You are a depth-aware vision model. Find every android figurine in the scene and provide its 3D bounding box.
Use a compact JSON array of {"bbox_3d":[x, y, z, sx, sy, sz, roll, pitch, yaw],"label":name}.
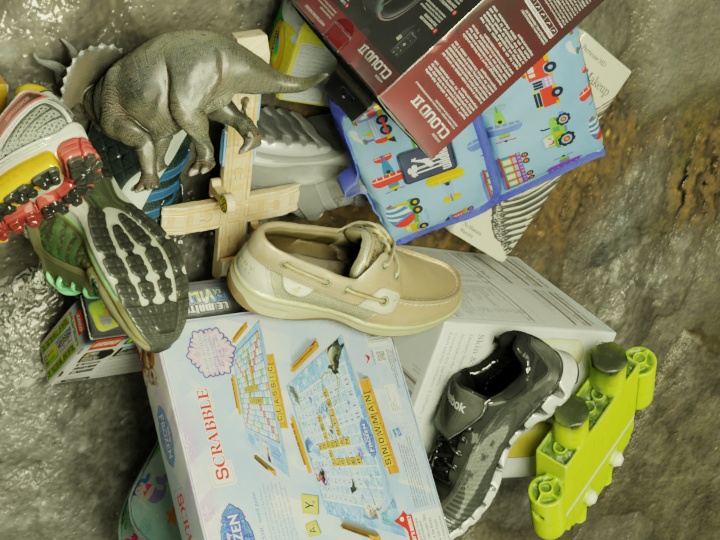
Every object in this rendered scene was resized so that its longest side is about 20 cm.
[{"bbox_3d":[0.200,0.152,1.206,0.182,0.041,0.201,-49,150,-27],"label":"android figurine"}]

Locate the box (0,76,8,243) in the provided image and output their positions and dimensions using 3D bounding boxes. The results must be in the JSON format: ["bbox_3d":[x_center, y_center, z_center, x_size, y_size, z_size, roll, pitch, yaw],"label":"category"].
[{"bbox_3d":[-0.333,-0.066,0.908,0.198,0.041,0.120,-8,121,-29],"label":"box"}]

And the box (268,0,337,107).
[{"bbox_3d":[0.011,-0.215,0.999,0.116,0.048,0.201,4,123,-33],"label":"box"}]

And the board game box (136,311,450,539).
[{"bbox_3d":[-0.048,0.127,1.014,0.198,0.202,0.041,-5,161,-32],"label":"board game box"}]

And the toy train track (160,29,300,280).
[{"bbox_3d":[-0.084,-0.074,0.995,0.114,0.033,0.202,-13,129,-29],"label":"toy train track"}]

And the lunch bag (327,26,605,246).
[{"bbox_3d":[0.068,-0.116,1.036,0.199,0.094,0.151,-30,138,-3],"label":"lunch bag"}]

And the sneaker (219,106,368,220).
[{"bbox_3d":[-0.028,-0.079,1.103,0.198,0.075,0.082,7,126,-30],"label":"sneaker"}]

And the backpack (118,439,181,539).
[{"bbox_3d":[-0.100,0.191,1.115,0.151,0.199,0.179,47,62,-40],"label":"backpack"}]

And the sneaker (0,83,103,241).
[{"bbox_3d":[-0.266,-0.048,0.898,0.199,0.083,0.078,-29,162,1],"label":"sneaker"}]

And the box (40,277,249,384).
[{"bbox_3d":[-0.136,0.043,1.072,0.198,0.035,0.110,-7,162,-32],"label":"box"}]

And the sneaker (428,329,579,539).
[{"bbox_3d":[0.087,0.127,1.099,0.201,0.066,0.090,-52,129,-3],"label":"sneaker"}]

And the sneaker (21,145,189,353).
[{"bbox_3d":[-0.189,-0.010,0.954,0.076,0.201,0.089,-2,137,-49],"label":"sneaker"}]

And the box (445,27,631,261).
[{"bbox_3d":[0.137,-0.115,1.186,0.082,0.068,0.201,25,101,-42],"label":"box"}]

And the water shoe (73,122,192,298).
[{"bbox_3d":[-0.162,-0.072,1.018,0.201,0.071,0.079,-61,156,13],"label":"water shoe"}]

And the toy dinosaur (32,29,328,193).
[{"bbox_3d":[-0.124,-0.116,0.917,0.198,0.077,0.103,-11,109,18],"label":"toy dinosaur"}]

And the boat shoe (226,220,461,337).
[{"bbox_3d":[0.000,0.000,1.032,0.198,0.073,0.065,7,135,-30],"label":"boat shoe"}]

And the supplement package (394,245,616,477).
[{"bbox_3d":[0.085,0.080,1.212,0.198,0.151,0.153,5,114,-37],"label":"supplement package"}]

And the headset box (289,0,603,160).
[{"bbox_3d":[0.055,-0.181,0.916,0.200,0.149,0.075,-43,134,4],"label":"headset box"}]
